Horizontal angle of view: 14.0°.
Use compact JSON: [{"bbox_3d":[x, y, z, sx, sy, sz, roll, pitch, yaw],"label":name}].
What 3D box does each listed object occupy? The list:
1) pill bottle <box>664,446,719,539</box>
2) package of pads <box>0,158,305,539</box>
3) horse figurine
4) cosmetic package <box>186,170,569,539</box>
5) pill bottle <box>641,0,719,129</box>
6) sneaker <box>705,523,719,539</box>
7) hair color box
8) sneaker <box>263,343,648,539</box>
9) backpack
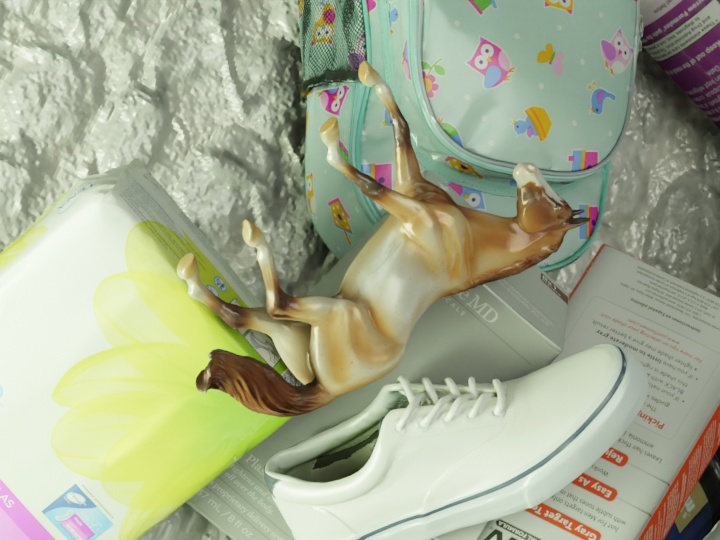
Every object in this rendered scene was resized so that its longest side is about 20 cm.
[{"bbox_3d":[0.127,0.129,1.585,0.112,0.112,0.200,48,66,-7],"label":"pill bottle"},{"bbox_3d":[-0.141,0.058,1.453,0.200,0.068,0.155,-38,96,18],"label":"package of pads"},{"bbox_3d":[0.000,0.000,1.395,0.200,0.050,0.133,-49,114,-13],"label":"horse figurine"},{"bbox_3d":[0.005,0.059,1.506,0.107,0.200,0.090,39,23,-9],"label":"cosmetic package"},{"bbox_3d":[0.244,-0.123,1.686,0.200,0.112,0.112,47,66,-8],"label":"pill bottle"},{"bbox_3d":[0.224,0.218,1.613,0.082,0.077,0.200,-14,118,-39],"label":"sneaker"},{"bbox_3d":[0.121,0.093,1.506,0.101,0.061,0.200,26,61,17],"label":"hair color box"},{"bbox_3d":[0.043,0.083,1.425,0.071,0.200,0.073,52,19,-29],"label":"sneaker"},{"bbox_3d":[0.059,-0.088,1.583,0.175,0.153,0.201,8,84,-26],"label":"backpack"}]
